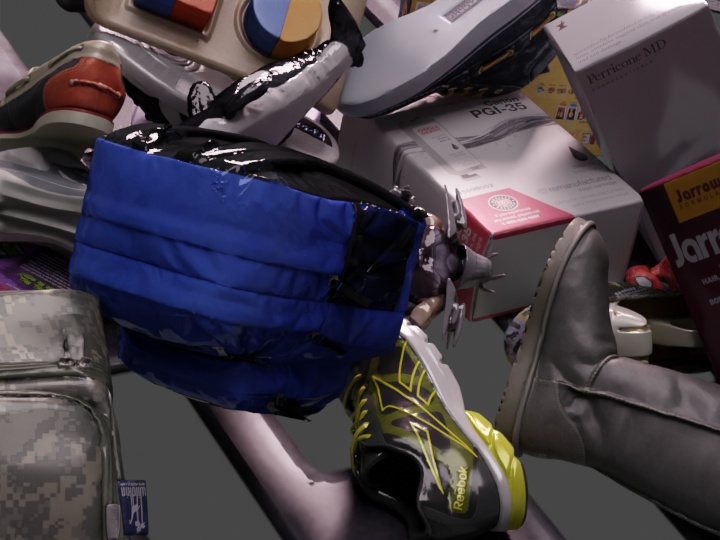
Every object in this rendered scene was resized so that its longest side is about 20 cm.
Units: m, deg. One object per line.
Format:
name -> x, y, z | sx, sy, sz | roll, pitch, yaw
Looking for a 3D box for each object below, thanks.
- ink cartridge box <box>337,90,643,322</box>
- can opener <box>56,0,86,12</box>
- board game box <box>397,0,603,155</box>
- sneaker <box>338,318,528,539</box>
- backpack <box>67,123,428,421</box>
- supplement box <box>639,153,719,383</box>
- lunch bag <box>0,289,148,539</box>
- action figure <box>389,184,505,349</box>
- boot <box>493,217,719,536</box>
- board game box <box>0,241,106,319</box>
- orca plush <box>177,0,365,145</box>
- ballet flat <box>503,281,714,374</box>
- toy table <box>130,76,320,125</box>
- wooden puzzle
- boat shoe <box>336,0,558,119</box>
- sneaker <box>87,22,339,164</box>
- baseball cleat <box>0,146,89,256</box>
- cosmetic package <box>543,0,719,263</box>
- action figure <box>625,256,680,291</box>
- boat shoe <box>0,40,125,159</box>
ink cartridge box -> 0.091, -0.061, 1.524 | 0.146, 0.083, 0.200 | -14, 41, -30
can opener -> -0.131, -0.220, 1.512 | 0.200, 0.063, 0.079 | -17, 69, -22
board game box -> 0.124, -0.162, 1.632 | 0.200, 0.136, 0.035 | 3, 35, -12
sneaker -> 0.022, 0.096, 1.290 | 0.085, 0.075, 0.200 | -16, 43, -32
backpack -> -0.074, 0.000, 1.238 | 0.162, 0.168, 0.200 | 10, -4, 31
supplement box -> 0.285, 0.011, 1.361 | 0.086, 0.110, 0.200 | -23, 89, -39
lunch bag -> -0.229, 0.112, 1.156 | 0.200, 0.139, 0.168 | -1, 54, -14
action figure -> 0.000, 0.000, 1.403 | 0.200, 0.069, 0.130 | 0, 58, 3
boot -> 0.203, 0.073, 1.325 | 0.200, 0.182, 0.073 | 14, -8, 17
board game box -> -0.251, -0.019, 1.421 | 0.200, 0.032, 0.120 | 28, 35, 23
orca plush -> -0.084, -0.121, 1.391 | 0.071, 0.105, 0.200 | 36, 73, 18
ballet flat -> 0.199, 0.043, 1.411 | 0.200, 0.072, 0.072 | -4, 37, -22
toy table -> -0.095, -0.159, 1.585 | 0.184, 0.117, 0.200 | 18, 34, 10
wooden puzzle -> -0.081, -0.229, 1.466 | 0.200, 0.046, 0.185 | 22, 63, -15
boat shoe -> 0.072, -0.155, 1.528 | 0.200, 0.091, 0.071 | -35, 47, -12
sneaker -> -0.126, -0.091, 1.472 | 0.200, 0.112, 0.073 | 30, 32, -9
baseball cleat -> -0.184, -0.044, 1.392 | 0.200, 0.070, 0.106 | 19, 30, 6
cosmetic package -> 0.228, -0.117, 1.518 | 0.113, 0.200, 0.081 | -28, 38, 5
action figure -> 0.295, 0.009, 1.494 | 0.200, 0.065, 0.052 | 3, 62, 7
boat shoe -> -0.221, -0.116, 1.451 | 0.071, 0.063, 0.200 | 12, -11, -26
